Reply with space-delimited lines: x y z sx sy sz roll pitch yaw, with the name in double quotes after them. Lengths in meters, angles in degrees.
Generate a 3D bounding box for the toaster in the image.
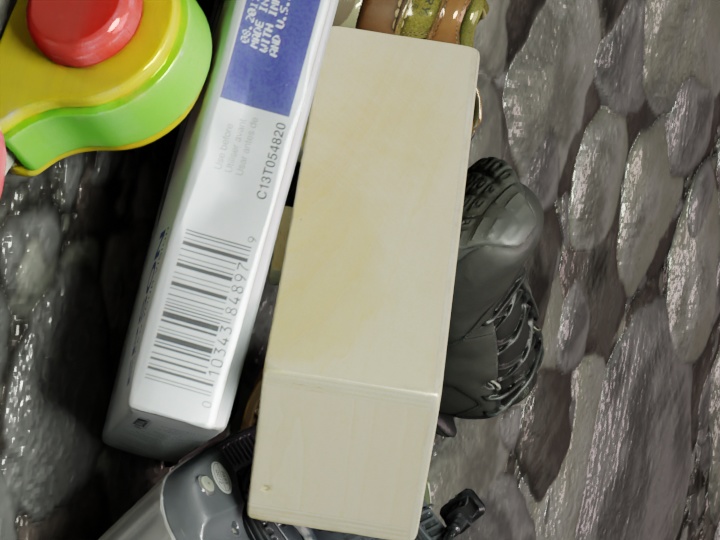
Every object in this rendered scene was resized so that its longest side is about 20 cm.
-0.043 0.133 1.083 0.114 0.129 0.200 55 26 8 "toaster"

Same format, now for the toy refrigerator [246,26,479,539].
0.000 0.000 1.049 0.201 0.069 0.076 -81 179 -48 "toy refrigerator"

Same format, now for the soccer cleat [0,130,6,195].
-0.157 -0.093 0.859 0.077 0.066 0.201 -100 175 -52 "soccer cleat"

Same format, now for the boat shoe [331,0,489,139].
0.015 -0.059 1.187 0.200 0.068 0.072 93 13 -63 "boat shoe"

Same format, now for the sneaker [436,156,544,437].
0.048 0.016 1.214 0.076 0.091 0.200 -47 180 -21 "sneaker"

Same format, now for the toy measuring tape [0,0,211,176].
-0.099 -0.045 0.983 0.074 0.073 0.201 54 50 -59 "toy measuring tape"

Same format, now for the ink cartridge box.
-0.056 -0.028 1.081 0.200 0.040 0.201 134 -29 -78 "ink cartridge box"

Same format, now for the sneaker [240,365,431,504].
-0.007 0.096 1.271 0.090 0.067 0.201 -63 153 -49 "sneaker"
